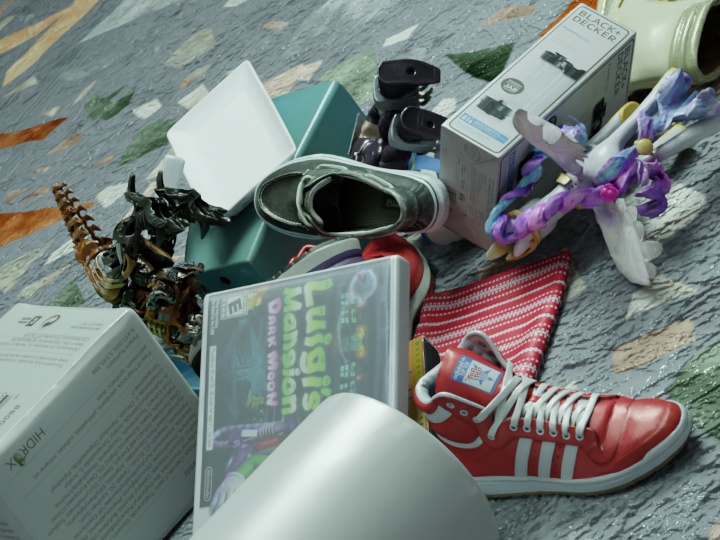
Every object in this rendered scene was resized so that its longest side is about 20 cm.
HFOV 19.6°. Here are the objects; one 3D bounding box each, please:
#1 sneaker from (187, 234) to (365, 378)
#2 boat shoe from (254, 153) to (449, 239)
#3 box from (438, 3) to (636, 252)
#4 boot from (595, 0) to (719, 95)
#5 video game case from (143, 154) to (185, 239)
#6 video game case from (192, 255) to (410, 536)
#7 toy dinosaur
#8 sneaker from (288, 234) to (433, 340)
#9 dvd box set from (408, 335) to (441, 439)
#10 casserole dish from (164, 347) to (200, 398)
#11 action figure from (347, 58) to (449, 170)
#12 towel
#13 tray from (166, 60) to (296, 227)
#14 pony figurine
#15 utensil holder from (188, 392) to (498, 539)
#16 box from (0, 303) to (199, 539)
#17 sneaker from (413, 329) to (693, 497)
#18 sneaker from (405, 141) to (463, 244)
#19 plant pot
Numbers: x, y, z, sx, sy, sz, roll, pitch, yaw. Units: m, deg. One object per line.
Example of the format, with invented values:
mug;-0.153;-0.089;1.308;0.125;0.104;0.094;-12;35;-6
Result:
sneaker;-0.060;0.058;1.662;0.075;0.088;0.200;-14;-18;-49
boat shoe;-0.021;-0.062;1.743;0.199;0.073;0.071;0;2;39
box;0.148;-0.121;1.751;0.060;0.117;0.200;30;53;25
boot;0.280;-0.227;1.870;0.154;0.072;0.201;-11;39;44
video game case;-0.201;0.004;1.930;0.182;0.022;0.202;141;143;-80
video game case;-0.045;0.099;1.564;0.180;0.023;0.202;-11;65;30
toy dinosaur;-0.191;-0.007;1.793;0.136;0.199;0.102;-55;5;21
sneaker;0.000;0.000;1.763;0.078;0.116;0.201;-27;26;17
dvd box set;-0.025;0.147;1.586;0.199;0.029;0.147;-25;44;22
casserole dish;-0.116;0.091;1.813;0.121;0.039;0.199;-26;15;-32
action figure;0.027;-0.104;1.809;0.200;0.069;0.131;124;143;-65
towel;0.087;0.064;1.650;0.144;0.023;0.201;-19;29;31
tray;-0.115;-0.113;1.905;0.107;0.022;0.200;-40;32;7
pony figurine;0.194;-0.076;1.641;0.199;0.167;0.193;-36;1;-12
utensil holder;-0.029;0.203;1.368;0.169;0.171;0.200;0;40;52
box;-0.256;0.153;1.752;0.198;0.172;0.200;0;41;52
sneaker;0.123;0.094;1.433;0.199;0.113;0.071;-14;32;40
sneaker;0.066;-0.081;1.882;0.082;0.074;0.200;-37;23;0
plant pot;-0.070;-0.044;1.918;0.141;0.141;0.201;-12;39;42
